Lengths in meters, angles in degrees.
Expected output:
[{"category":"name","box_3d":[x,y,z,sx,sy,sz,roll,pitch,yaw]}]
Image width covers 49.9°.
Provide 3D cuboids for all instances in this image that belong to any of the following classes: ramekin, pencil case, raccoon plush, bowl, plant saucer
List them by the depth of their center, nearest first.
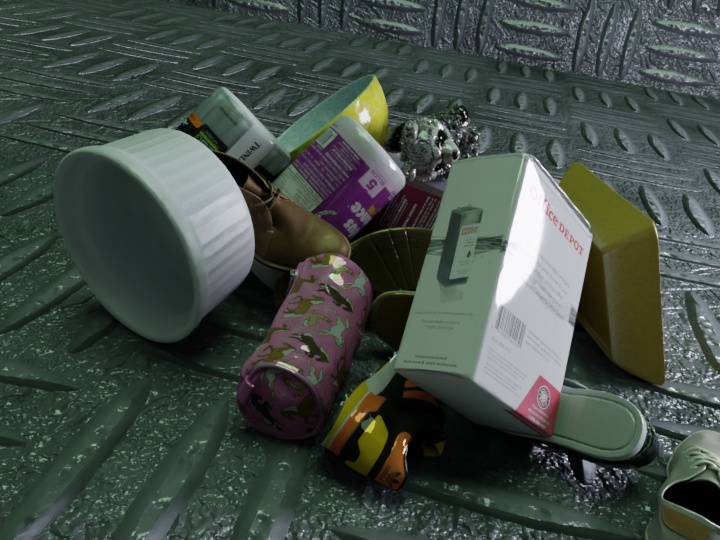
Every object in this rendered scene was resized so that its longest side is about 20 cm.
[{"category":"pencil case","box_3d":[-0.047,0.065,0.722,0.085,0.084,0.201,-4,31,16]},{"category":"ramekin","box_3d":[-0.197,-0.040,0.760,0.199,0.202,0.098,23,40,28]},{"category":"plant saucer","box_3d":[0.269,0.004,0.874,0.048,0.202,0.200,-15,27,-2]},{"category":"raccoon plush","box_3d":[0.060,-0.152,1.011,0.133,0.098,0.199,-16,5,-40]},{"category":"bowl","box_3d":[-0.033,-0.157,1.035,0.199,0.108,0.201,-33,20,14]}]

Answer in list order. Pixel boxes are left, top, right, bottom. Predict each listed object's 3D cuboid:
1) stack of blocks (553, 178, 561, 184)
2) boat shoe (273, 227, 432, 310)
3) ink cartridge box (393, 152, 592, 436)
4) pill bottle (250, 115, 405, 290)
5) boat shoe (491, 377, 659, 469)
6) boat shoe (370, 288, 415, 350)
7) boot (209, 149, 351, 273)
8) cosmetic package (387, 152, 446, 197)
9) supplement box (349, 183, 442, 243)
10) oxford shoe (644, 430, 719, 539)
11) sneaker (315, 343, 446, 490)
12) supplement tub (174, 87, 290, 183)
[{"category":"stack of blocks","box_3d":[0.254,-0.068,1.088,0.198,0.116,0.058,21,27,26]},{"category":"boat shoe","box_3d":[0.000,0.003,0.860,0.199,0.074,0.063,-21,2,-5]},{"category":"ink cartridge box","box_3d":[0.122,0.021,0.673,0.084,0.202,0.145,1,-25,42]},{"category":"pill bottle","box_3d":[-0.052,-0.073,0.897,0.112,0.200,0.112,46,3,-3]},{"category":"boat shoe","box_3d":[0.173,0.131,0.710,0.199,0.076,0.060,23,-11,47]},{"category":"boat shoe","box_3d":[0.103,0.062,0.828,0.198,0.074,0.063,16,16,-11]},{"category":"boot","box_3d":[-0.099,-0.059,0.798,0.198,0.076,0.074,26,61,0]},{"category":"cosmetic package","box_3d":[0.076,-0.093,1.093,0.199,0.108,0.090,28,30,33]},{"category":"supplement box","box_3d":[0.077,-0.041,0.954,0.199,0.086,0.110,25,-8,31]},{"category":"oxford shoe","box_3d":[0.290,0.180,0.647,0.075,0.058,0.199,20,26,29]},{"category":"sneaker","box_3d":[0.043,0.125,0.688,0.090,0.070,0.200,39,30,14]},{"category":"supplement tub","box_3d":[-0.188,-0.103,0.904,0.123,0.200,0.123,45,2,-2]}]
